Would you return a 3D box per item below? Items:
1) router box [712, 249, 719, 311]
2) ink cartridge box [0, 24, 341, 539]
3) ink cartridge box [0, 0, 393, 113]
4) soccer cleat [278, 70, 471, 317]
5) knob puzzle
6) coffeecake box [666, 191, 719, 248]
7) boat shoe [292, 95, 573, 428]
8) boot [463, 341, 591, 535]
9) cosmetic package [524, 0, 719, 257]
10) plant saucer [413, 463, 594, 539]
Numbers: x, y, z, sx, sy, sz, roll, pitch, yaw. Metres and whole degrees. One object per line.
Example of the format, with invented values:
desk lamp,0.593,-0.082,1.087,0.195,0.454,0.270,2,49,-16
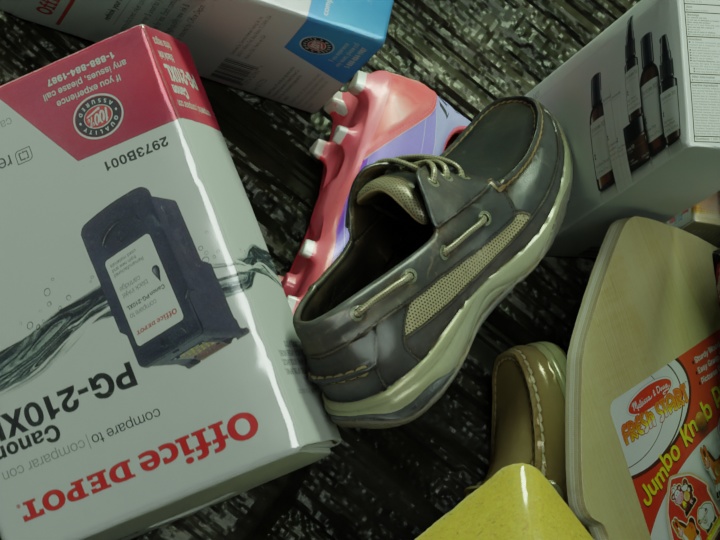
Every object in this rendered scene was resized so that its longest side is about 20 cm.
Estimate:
router box,0.251,0.074,1.235,0.149,0.062,0.201,-11,108,-2
ink cartridge box,-0.114,0.014,1.201,0.144,0.084,0.201,-23,84,9
ink cartridge box,-0.091,-0.147,1.257,0.199,0.116,0.068,17,72,-14
soccer cleat,0.000,0.000,1.281,0.076,0.067,0.201,23,69,-16
knob puzzle,0.147,0.071,1.277,0.219,0.030,0.221,12,74,-46
coffeecake box,0.230,-0.100,1.369,0.153,0.073,0.201,9,74,-14
boat shoe,0.034,-0.018,1.225,0.073,0.074,0.200,56,46,-29
boot,0.031,0.129,1.256,0.154,0.073,0.201,3,79,-15
cosmetic package,0.129,-0.068,1.262,0.050,0.200,0.083,3,75,-17
plant saucer,0.057,0.221,1.192,0.200,0.048,0.200,-39,105,1
